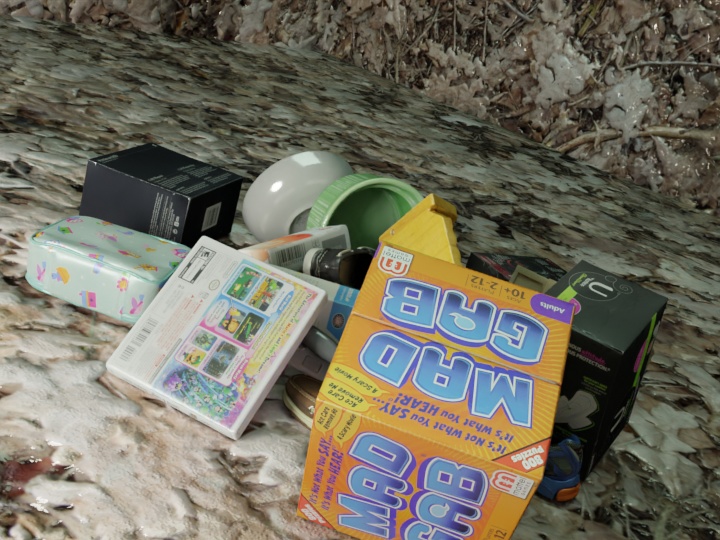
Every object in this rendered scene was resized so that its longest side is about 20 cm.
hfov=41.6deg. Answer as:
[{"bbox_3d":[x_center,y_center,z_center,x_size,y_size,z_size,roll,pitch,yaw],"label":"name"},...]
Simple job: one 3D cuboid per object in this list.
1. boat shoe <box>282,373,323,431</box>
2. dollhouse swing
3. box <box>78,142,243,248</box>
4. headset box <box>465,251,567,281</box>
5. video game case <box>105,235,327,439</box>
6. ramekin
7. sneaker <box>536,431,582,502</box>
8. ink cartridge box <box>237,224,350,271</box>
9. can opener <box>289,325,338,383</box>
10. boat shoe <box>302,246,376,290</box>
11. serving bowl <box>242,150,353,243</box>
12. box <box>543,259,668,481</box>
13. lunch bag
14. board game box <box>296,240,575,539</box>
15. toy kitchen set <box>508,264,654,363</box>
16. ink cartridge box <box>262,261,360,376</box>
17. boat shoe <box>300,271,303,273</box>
[{"bbox_3d":[-0.002,0.158,1.074,0.201,0.076,0.074,27,23,29],"label":"boat shoe"},{"bbox_3d":[0.136,0.033,1.268,0.174,0.181,0.203,5,62,-33],"label":"dollhouse swing"},{"bbox_3d":[-0.315,-0.116,1.518,0.180,0.106,0.200,22,20,12],"label":"box"},{"bbox_3d":[0.278,0.034,1.627,0.197,0.076,0.149,4,23,-32],"label":"headset box"},{"bbox_3d":[-0.162,0.070,1.085,0.180,0.024,0.201,23,61,19],"label":"video game case"},{"bbox_3d":[0.010,-0.055,1.486,0.197,0.203,0.098,6,14,-25],"label":"ramekin"},{"bbox_3d":[0.183,0.190,1.132,0.198,0.080,0.075,28,22,29],"label":"sneaker"},{"bbox_3d":[-0.136,-0.027,1.366,0.198,0.051,0.161,4,16,42],"label":"ink cartridge box"},{"bbox_3d":[0.002,0.132,1.127,0.198,0.053,0.066,31,-8,0],"label":"can opener"},{"bbox_3d":[0.000,0.000,1.330,0.060,0.075,0.199,5,-3,34],"label":"boat shoe"},{"bbox_3d":[-0.089,-0.097,1.542,0.198,0.201,0.066,2,45,-34],"label":"serving bowl"},{"bbox_3d":[0.272,0.119,1.162,0.123,0.202,0.148,26,39,27],"label":"box"},{"bbox_3d":[-0.323,-0.004,1.253,0.197,0.078,0.161,19,18,6],"label":"lunch bag"},{"bbox_3d":[0.070,0.135,0.908,0.197,0.201,0.201,18,48,6],"label":"board game box"},{"bbox_3d":[0.295,0.127,1.384,0.198,0.165,0.180,27,-5,28],"label":"toy kitchen set"},{"bbox_3d":[-0.100,0.062,1.194,0.197,0.117,0.068,17,18,1],"label":"ink cartridge box"},{"bbox_3d":[-0.088,0.037,1.317,0.068,0.076,0.198,6,19,45],"label":"boat shoe"}]
